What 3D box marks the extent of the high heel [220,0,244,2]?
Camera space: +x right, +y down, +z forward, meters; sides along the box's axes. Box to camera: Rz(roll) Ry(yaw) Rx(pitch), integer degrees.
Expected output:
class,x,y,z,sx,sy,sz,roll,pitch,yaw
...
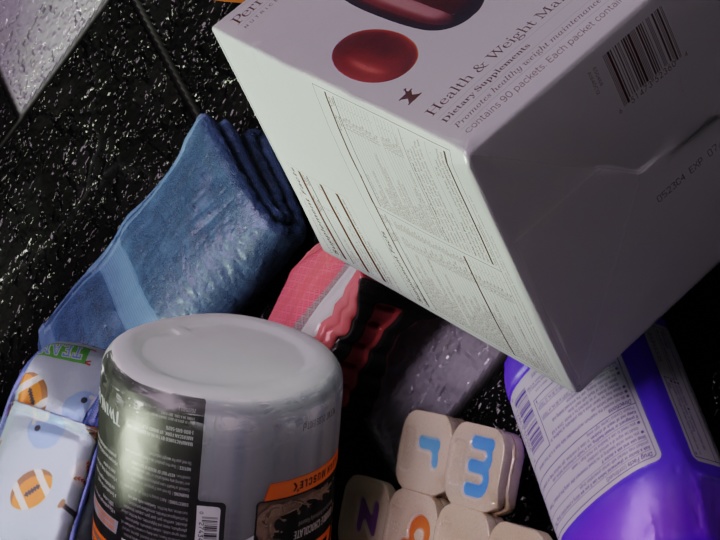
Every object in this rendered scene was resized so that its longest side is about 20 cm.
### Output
class,x,y,z,sx,sy,sz,roll,pitch,yaw
high heel,-0.032,-0.207,1.342,0.199,0.067,0.096,-1,91,43

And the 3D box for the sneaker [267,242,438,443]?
class,x,y,z,sx,sy,sz,roll,pitch,yaw
sneaker,0.000,0.000,1.225,0.200,0.074,0.087,-50,42,20

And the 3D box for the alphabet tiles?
class,x,y,z,sx,sy,sz,roll,pitch,yaw
alphabet tiles,0.034,0.171,1.123,0.195,0.015,0.201,7,86,62

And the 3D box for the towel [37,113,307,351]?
class,x,y,z,sx,sy,sz,roll,pitch,yaw
towel,-0.116,0.010,1.367,0.200,0.048,0.112,-48,45,22

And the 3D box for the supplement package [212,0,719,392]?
class,x,y,z,sx,sy,sz,roll,pitch,yaw
supplement package,0.079,-0.086,1.061,0.191,0.147,0.200,-40,38,-17

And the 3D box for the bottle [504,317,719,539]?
class,x,y,z,sx,sy,sz,roll,pitch,yaw
bottle,0.126,0.105,1.043,0.084,0.065,0.200,-46,45,31

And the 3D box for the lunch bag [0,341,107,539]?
class,x,y,z,sx,sy,sz,roll,pitch,yaw
lunch bag,-0.143,0.138,1.264,0.075,0.160,0.201,17,84,26

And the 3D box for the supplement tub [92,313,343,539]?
class,x,y,z,sx,sy,sz,roll,pitch,yaw
supplement tub,-0.075,0.133,1.171,0.122,0.122,0.201,31,122,50
